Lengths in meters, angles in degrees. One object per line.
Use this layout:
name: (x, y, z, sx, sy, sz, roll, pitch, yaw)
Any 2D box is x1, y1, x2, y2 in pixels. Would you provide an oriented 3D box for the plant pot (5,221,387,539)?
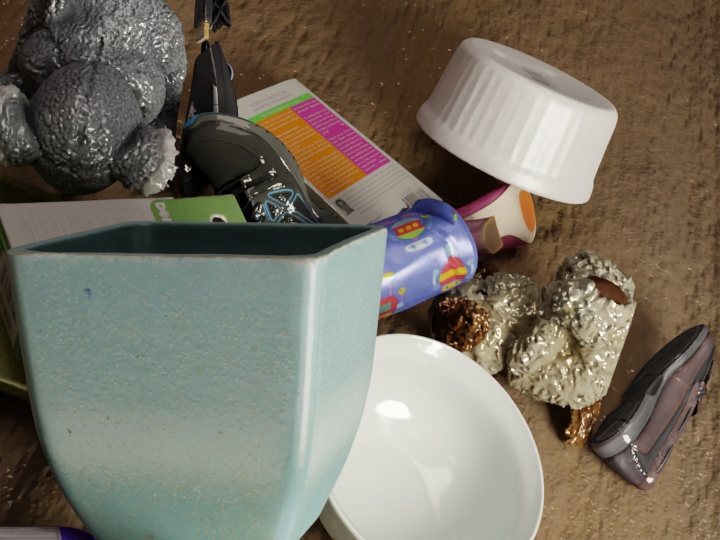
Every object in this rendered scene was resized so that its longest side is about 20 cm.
plant pot: (-0.095, 0.077, 0.854, 0.194, 0.202, 0.196, 2, 8, 13)

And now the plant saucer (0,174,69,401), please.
plant saucer: (-0.231, 0.036, 1.026, 0.198, 0.048, 0.201, 22, 41, -8)

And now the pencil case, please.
pencil case: (0.000, 0.000, 1.110, 0.199, 0.078, 0.087, -21, 66, -19)

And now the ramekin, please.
ramekin: (0.166, -0.158, 1.357, 0.199, 0.098, 0.201, 23, 19, -8)

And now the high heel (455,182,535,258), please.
high heel: (0.110, -0.038, 1.302, 0.200, 0.095, 0.068, -42, 117, -61)

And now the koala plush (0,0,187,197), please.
koala plush: (-0.225, -0.136, 1.084, 0.176, 0.185, 0.201, 16, 34, -11)

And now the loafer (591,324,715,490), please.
loafer: (0.279, 0.125, 1.214, 0.063, 0.072, 0.200, 52, 49, -3)

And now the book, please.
book: (-0.030, -0.100, 1.280, 0.200, 0.048, 0.133, 41, 40, 12)

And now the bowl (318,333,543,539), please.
bowl: (0.034, 0.157, 1.004, 0.199, 0.090, 0.203, 17, 51, -22)

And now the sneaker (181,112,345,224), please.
sneaker: (-0.081, -0.052, 1.138, 0.200, 0.073, 0.082, 45, 47, -22)

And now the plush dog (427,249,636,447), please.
plush dog: (0.142, 0.056, 1.171, 0.170, 0.162, 0.200, 17, 11, 9)

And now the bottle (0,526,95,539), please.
bottle: (-0.203, 0.203, 0.843, 0.198, 0.084, 0.066, 4, 39, -24)

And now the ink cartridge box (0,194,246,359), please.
ink cartridge box: (-0.175, 0.002, 1.009, 0.198, 0.060, 0.104, -5, 51, -33)

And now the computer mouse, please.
computer mouse: (-0.127, -0.169, 1.172, 0.046, 0.141, 0.202, 8, 77, -2)
